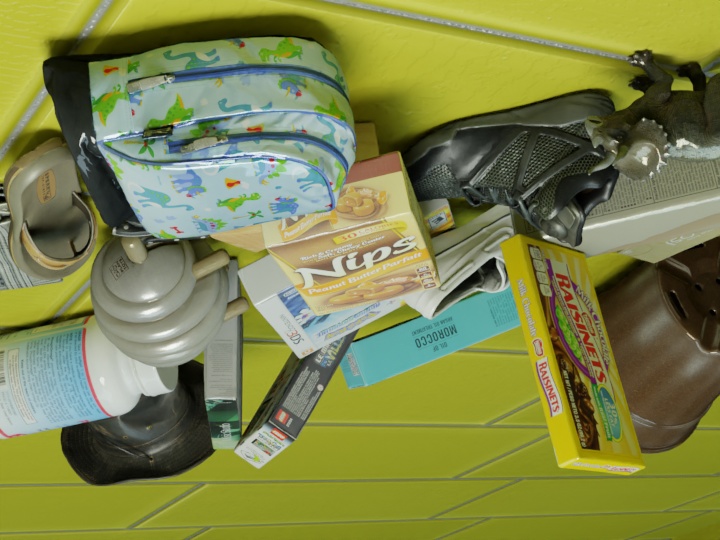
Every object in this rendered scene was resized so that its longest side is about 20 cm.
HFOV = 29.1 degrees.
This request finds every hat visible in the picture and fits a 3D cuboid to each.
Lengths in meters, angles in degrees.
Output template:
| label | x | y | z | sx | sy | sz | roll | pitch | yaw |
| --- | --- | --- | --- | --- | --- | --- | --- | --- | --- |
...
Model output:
| label | x | y | z | sx | sy | sz | roll | pitch | yaw |
| --- | --- | --- | --- | --- | --- | --- | --- | --- | --- |
| hat | -0.245 | 0.142 | 1.529 | 0.200 | 0.201 | 0.081 | -10 | 132 | 4 |

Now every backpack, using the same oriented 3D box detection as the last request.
| label | x | y | z | sx | sy | sz | roll | pitch | yaw |
| --- | --- | --- | --- | --- | --- | --- | --- | --- | --- |
| backpack | -0.102 | -0.096 | 0.987 | 0.199 | 0.154 | 0.163 | -21 | 154 | -7 |

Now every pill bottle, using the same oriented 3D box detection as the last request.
| label | x | y | z | sx | sy | sz | roll | pitch | yaw |
| --- | --- | --- | --- | --- | --- | --- | --- | --- | --- |
| pill bottle | -0.299 | 0.106 | 1.453 | 0.199 | 0.109 | 0.109 | -12 | 159 | 10 |

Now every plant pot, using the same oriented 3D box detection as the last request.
| label | x | y | z | sx | sy | sz | roll | pitch | yaw |
| --- | --- | --- | --- | --- | --- | --- | --- | --- | --- |
| plant pot | 0.346 | 0.072 | 1.535 | 0.199 | 0.201 | 0.198 | 1 | 150 | -24 |

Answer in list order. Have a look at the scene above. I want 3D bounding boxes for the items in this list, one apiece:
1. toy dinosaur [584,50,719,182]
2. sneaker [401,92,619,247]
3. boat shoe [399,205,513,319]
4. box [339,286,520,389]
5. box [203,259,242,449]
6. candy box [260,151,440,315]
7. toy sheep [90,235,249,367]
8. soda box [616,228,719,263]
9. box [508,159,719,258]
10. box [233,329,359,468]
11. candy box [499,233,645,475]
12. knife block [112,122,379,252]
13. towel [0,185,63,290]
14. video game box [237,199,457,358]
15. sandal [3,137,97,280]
| label | x | y | z | sx | sy | sz | roll | pitch | yaw |
| --- | --- | --- | --- | --- | --- | --- | --- | --- | --- |
| toy dinosaur | 0.264 | -0.121 | 1.093 | 0.199 | 0.103 | 0.077 | -6 | 160 | -5 |
| sneaker | 0.122 | -0.070 | 1.158 | 0.198 | 0.115 | 0.076 | -12 | 158 | 13 |
| boat shoe | 0.115 | -0.008 | 1.286 | 0.200 | 0.065 | 0.074 | -28 | 154 | -31 |
| box | 0.077 | 0.069 | 1.497 | 0.199 | 0.049 | 0.082 | -20 | 178 | -16 |
| box | -0.140 | 0.091 | 1.427 | 0.036 | 0.145 | 0.200 | 0 | 158 | -2 |
| candy box | -0.005 | -0.025 | 1.121 | 0.115 | 0.056 | 0.200 | -14 | 162 | 6 |
| toy sheep | -0.179 | 0.017 | 1.251 | 0.137 | 0.138 | 0.200 | -10 | 145 | 4 |
| soda box | 0.331 | -0.074 | 1.301 | 0.068 | 0.064 | 0.200 | 12 | 151 | -43 |
| box | 0.231 | -0.073 | 1.221 | 0.199 | 0.095 | 0.078 | -12 | 159 | 13 |
| box | -0.056 | 0.104 | 1.448 | 0.035 | 0.200 | 0.110 | 35 | 148 | -8 |
| candy box | 0.178 | 0.070 | 1.162 | 0.026 | 0.201 | 0.102 | -29 | 152 | 34 |
| knife block | -0.105 | -0.076 | 1.114 | 0.199 | 0.064 | 0.175 | -21 | 157 | 29 |
| towel | -0.362 | -0.016 | 1.212 | 0.192 | 0.035 | 0.200 | -6 | 159 | -8 |
| video game box | 0.000 | 0.000 | 1.314 | 0.199 | 0.047 | 0.182 | -28 | 160 | 2 |
| sandal | -0.245 | -0.037 | 1.134 | 0.080 | 0.054 | 0.200 | -41 | 166 | -22 |
